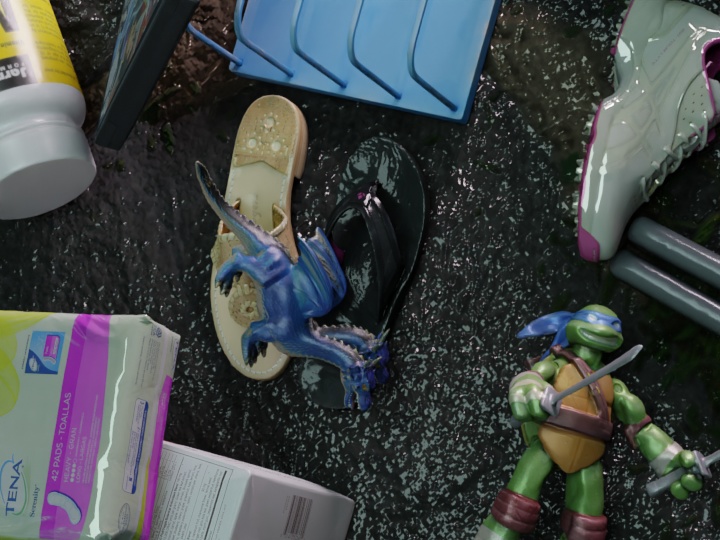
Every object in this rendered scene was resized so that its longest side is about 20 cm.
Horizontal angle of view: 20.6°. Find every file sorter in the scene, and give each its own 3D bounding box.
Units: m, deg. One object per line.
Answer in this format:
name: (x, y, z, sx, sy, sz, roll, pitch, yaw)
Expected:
file sorter: (-0.012, -0.207, 1.439, 0.198, 0.123, 0.140, 14, 84, 24)

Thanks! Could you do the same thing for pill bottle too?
pill bottle: (-0.280, -0.150, 1.542, 0.114, 0.114, 0.202, -28, 71, 15)

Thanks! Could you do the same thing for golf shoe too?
golf shoe: (0.201, -0.096, 1.348, 0.091, 0.075, 0.202, 15, 76, 14)

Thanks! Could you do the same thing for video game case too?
video game case: (-0.145, -0.214, 1.445, 0.025, 0.200, 0.182, 16, 57, -16)

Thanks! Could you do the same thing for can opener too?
can opener: (0.255, 0.024, 1.318, 0.199, 0.066, 0.053, 32, 91, 30)

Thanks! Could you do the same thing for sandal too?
sandal: (0.001, 0.001, 1.431, 0.075, 0.048, 0.203, 9, 84, 24)
sandal: (-0.084, -0.030, 1.461, 0.077, 0.070, 0.214, 1, 80, 22)

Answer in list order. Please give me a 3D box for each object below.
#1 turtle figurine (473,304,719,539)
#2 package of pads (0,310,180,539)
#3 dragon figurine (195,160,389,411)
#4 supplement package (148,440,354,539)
turtle figurine: (0.152, 0.127, 1.288, 0.199, 0.143, 0.196, 22, 96, 36)
package of pads: (-0.223, 0.107, 1.284, 0.198, 0.068, 0.156, 2, 74, 23)
dragon figurine: (-0.045, 0.006, 1.392, 0.099, 0.059, 0.202, -17, 94, 15)
supplement package: (-0.142, 0.191, 1.373, 0.198, 0.191, 0.149, 14, 83, 23)
